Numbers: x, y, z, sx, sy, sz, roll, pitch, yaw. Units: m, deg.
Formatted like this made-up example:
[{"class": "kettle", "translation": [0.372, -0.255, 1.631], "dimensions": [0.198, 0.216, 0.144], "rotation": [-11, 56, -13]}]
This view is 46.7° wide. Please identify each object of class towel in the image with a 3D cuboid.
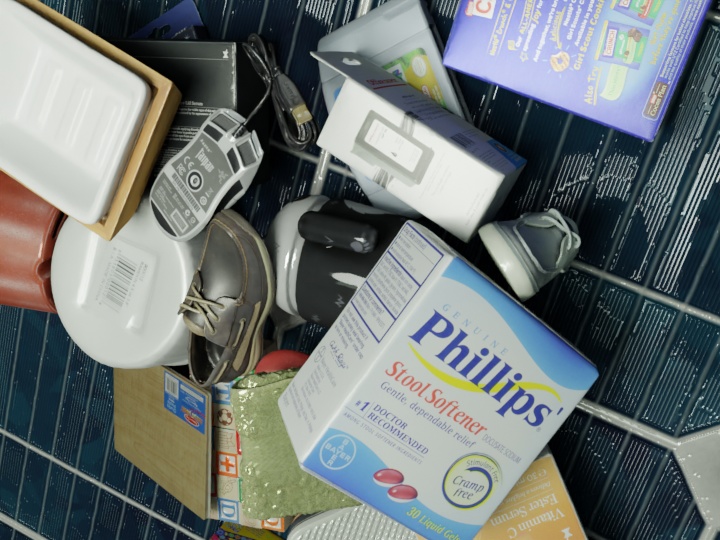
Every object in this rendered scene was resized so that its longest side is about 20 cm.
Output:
[{"class": "towel", "translation": [-0.018, 0.150, 0.766], "dimensions": [0.195, 0.036, 0.152], "rotation": [-8, 108, -15]}]

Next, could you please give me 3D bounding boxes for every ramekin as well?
[{"class": "ramekin", "translation": [-0.227, 0.006, 0.876], "dimensions": [0.196, 0.097, 0.206], "rotation": [2, 95, 21]}]

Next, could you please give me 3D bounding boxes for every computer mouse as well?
[{"class": "computer mouse", "translation": [-0.123, -0.108, 0.769], "dimensions": [0.199, 0.044, 0.110], "rotation": [-42, 79, 25]}]

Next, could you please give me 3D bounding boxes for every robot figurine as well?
[{"class": "robot figurine", "translation": [0.000, -0.002, 0.805], "dimensions": [0.196, 0.125, 0.153], "rotation": [16, 123, 18]}]

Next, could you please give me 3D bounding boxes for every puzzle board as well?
[{"class": "puzzle board", "translation": [-0.231, 0.178, 0.973], "dimensions": [0.198, 0.017, 0.155], "rotation": [20, 112, 41]}]

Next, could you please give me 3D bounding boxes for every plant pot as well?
[{"class": "plant pot", "translation": [-0.401, -0.047, 0.937], "dimensions": [0.190, 0.201, 0.206], "rotation": [13, 108, 8]}]

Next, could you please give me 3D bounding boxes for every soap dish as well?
[{"class": "soap dish", "translation": [-0.271, -0.147, 0.782], "dimensions": [0.198, 0.081, 0.160], "rotation": [31, 105, 14]}]

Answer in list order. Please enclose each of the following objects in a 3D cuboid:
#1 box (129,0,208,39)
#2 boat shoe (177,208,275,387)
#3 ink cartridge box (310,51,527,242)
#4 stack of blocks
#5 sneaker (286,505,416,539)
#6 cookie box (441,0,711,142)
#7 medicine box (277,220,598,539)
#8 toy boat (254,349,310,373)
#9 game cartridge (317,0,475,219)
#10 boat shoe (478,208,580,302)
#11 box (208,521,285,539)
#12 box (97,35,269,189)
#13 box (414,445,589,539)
[{"class": "box", "translation": [-0.192, -0.174, 0.903], "dimensions": [0.119, 0.032, 0.204], "rotation": [-22, 93, 24]}, {"class": "boat shoe", "translation": [-0.129, 0.038, 0.787], "dimensions": [0.074, 0.073, 0.203], "rotation": [29, 134, 26]}, {"class": "ink cartridge box", "translation": [0.041, -0.116, 0.745], "dimensions": [0.198, 0.116, 0.069], "rotation": [35, 113, 11]}, {"class": "stack of blocks", "translation": [-0.128, 0.183, 0.951], "dimensions": [0.112, 0.058, 0.205], "rotation": [4, 104, 20]}, {"class": "sneaker", "translation": [0.012, 0.262, 0.914], "dimensions": [0.195, 0.079, 0.080], "rotation": [-16, 98, -2]}, {"class": "cookie box", "translation": [0.191, -0.230, 0.719], "dimensions": [0.196, 0.075, 0.175], "rotation": [24, 110, 14]}, {"class": "medicine box", "translation": [0.062, 0.098, 0.698], "dimensions": [0.181, 0.103, 0.202], "rotation": [35, 97, -24]}, {"class": "toy boat", "translation": [-0.015, 0.123, 0.865], "dimensions": [0.196, 0.133, 0.131], "rotation": [18, 144, -20]}, {"class": "game cartridge", "translation": [0.037, -0.153, 0.819], "dimensions": [0.131, 0.040, 0.204], "rotation": [-21, 95, 28]}, {"class": "boat shoe", "translation": [0.152, -0.025, 0.720], "dimensions": [0.071, 0.200, 0.071], "rotation": [-35, 83, 16]}, {"class": "box", "translation": [-0.165, 0.429, 0.952], "dimensions": [0.120, 0.192, 0.204], "rotation": [25, 111, 12]}, {"class": "box", "translation": [-0.195, -0.162, 0.846], "dimensions": [0.195, 0.079, 0.145], "rotation": [7, 110, 19]}, {"class": "box", "translation": [0.151, 0.281, 0.823], "dimensions": [0.150, 0.106, 0.204], "rotation": [-24, 94, 6]}]
